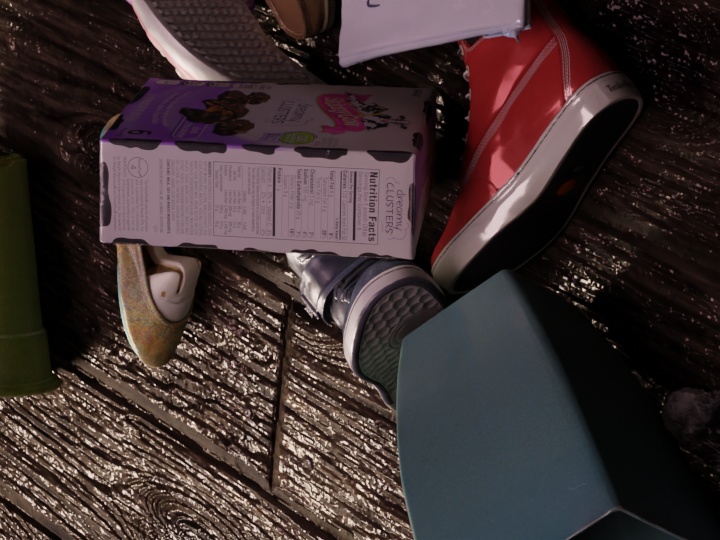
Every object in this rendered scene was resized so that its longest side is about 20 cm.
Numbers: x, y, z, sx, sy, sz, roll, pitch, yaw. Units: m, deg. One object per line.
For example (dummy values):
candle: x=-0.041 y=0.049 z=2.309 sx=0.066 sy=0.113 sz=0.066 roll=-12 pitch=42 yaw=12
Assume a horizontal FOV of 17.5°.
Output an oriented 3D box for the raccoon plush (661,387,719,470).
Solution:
raccoon plush: x=0.218 y=0.151 z=1.353 sx=0.199 sy=0.133 sz=0.098 roll=21 pitch=119 yaw=43

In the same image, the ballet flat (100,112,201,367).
ballet flat: x=-0.154 y=-0.022 z=1.784 sx=0.070 sy=0.070 sz=0.202 roll=4 pitch=106 yaw=48

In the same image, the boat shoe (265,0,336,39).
boat shoe: x=-0.079 y=-0.232 z=1.569 sx=0.074 sy=0.066 sz=0.201 roll=20 pitch=144 yaw=47

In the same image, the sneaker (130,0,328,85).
sneaker: x=-0.095 y=-0.123 z=1.638 sx=0.200 sy=0.075 sz=0.105 roll=41 pitch=139 yaw=1

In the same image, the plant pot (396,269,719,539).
plant pot: x=0.109 y=0.112 z=1.435 sx=0.141 sy=0.141 sz=0.201 roll=-34 pitch=53 yaw=24

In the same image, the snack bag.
snack bag: x=0.041 y=-0.233 z=1.472 sx=0.188 sy=0.021 sz=0.202 roll=-5 pitch=81 yaw=50

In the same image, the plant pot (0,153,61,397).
plant pot: x=-0.342 y=-0.004 z=1.927 sx=0.199 sy=0.199 sz=0.192 roll=10 pitch=99 yaw=47

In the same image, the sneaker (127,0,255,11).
sneaker: x=-0.098 y=-0.245 z=1.650 sx=0.114 sy=0.073 sz=0.201 roll=46 pitch=132 yaw=4

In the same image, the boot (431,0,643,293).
boot: x=0.081 y=-0.093 z=1.485 sx=0.145 sy=0.072 sz=0.200 roll=54 pitch=130 yaw=24

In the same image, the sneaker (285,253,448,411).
sneaker: x=-0.001 y=0.001 z=1.548 sx=0.147 sy=0.077 sz=0.203 roll=60 pitch=174 yaw=20

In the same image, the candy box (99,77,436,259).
candy box: x=-0.054 y=-0.069 z=1.503 sx=0.198 sy=0.168 sz=0.072 roll=3 pitch=108 yaw=5
